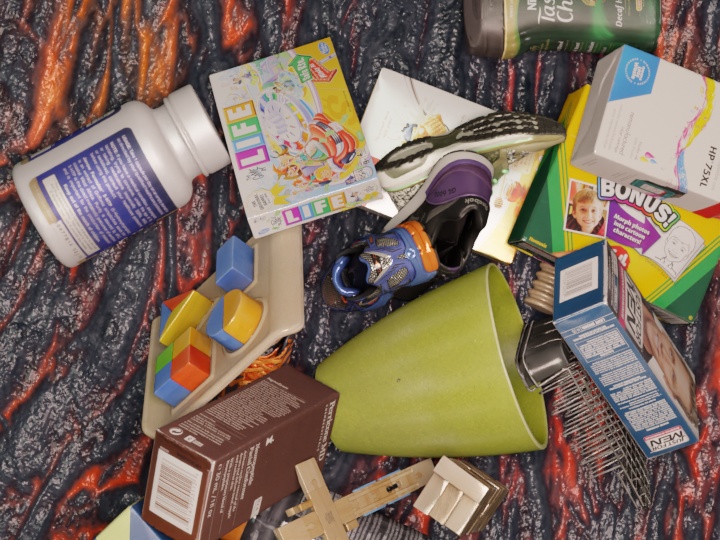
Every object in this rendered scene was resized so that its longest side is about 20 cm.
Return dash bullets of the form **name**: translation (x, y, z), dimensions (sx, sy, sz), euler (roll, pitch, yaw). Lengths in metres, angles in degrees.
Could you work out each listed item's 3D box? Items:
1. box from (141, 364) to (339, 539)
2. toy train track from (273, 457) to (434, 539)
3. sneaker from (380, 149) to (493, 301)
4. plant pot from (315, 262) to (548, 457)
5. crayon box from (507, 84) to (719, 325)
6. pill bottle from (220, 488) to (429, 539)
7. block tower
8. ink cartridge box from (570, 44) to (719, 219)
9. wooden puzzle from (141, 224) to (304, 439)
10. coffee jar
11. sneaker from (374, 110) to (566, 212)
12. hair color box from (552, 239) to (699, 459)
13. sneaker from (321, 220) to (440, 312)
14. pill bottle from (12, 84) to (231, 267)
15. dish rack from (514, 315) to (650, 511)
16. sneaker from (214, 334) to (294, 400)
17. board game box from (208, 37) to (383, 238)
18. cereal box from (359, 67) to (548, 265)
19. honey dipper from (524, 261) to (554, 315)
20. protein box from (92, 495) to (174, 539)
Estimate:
- **box**: translation (-0.109, 0.172, 1.391), dimensions (0.075, 0.200, 0.101), euler (24, 117, 25)
- **toy train track**: translation (-0.006, 0.228, 1.445), dimensions (0.199, 0.032, 0.115), euler (-18, 82, -39)
- **sneaker**: translation (0.067, -0.022, 1.461), dimensions (0.075, 0.200, 0.088), euler (14, 46, -14)
- **plant pot**: translation (0.063, 0.111, 1.477), dimensions (0.199, 0.187, 0.188), euler (-17, 87, 14)
- **crayon box**: translation (0.274, -0.065, 1.509), dimensions (0.199, 0.058, 0.173), euler (25, 82, -10)
- **pill bottle**: translation (-0.039, 0.275, 1.493), dimensions (0.199, 0.106, 0.107), euler (24, 88, 2)
- **block tower**: translation (0.100, 0.220, 1.448), dimensions (0.054, 0.200, 0.058), euler (33, 87, 14)
- **ink cartridge box**: translation (0.319, -0.128, 1.460), dimensions (0.199, 0.067, 0.117), euler (19, 80, -11)
- **wooden puzzle**: translation (-0.141, 0.045, 1.441), dimensions (0.200, 0.186, 0.046), euler (-37, 120, 22)
- **coffee jar**: translation (0.204, -0.271, 1.528), dimensions (0.198, 0.085, 0.105), euler (-2, 87, 0)
- **sneaker**: translation (0.114, -0.099, 1.492), dimensions (0.199, 0.077, 0.089), euler (-15, 114, 14)
- **hair color box**: translation (0.261, 0.078, 1.457), dimensions (0.060, 0.100, 0.200), euler (-23, 122, 25)
- **sneaker**: translation (0.000, 0.000, 1.465), dimensions (0.078, 0.200, 0.076), euler (-17, 82, -26)
- **pill bottle**: translation (-0.237, -0.100, 1.504), dimensions (0.199, 0.120, 0.120), euler (-29, 88, -1)
- **dish rack**: translation (0.226, 0.143, 1.476), dimensions (0.054, 0.153, 0.201), euler (-28, 97, 17)
- **sneaker**: translation (-0.107, 0.097, 1.497), dimensions (0.077, 0.112, 0.201), euler (9, 87, 1)
- **board game box**: translation (-0.067, -0.136, 1.496), dimensions (0.134, 0.034, 0.201), euler (-18, 54, -1)
- **cereal box**: translation (0.088, -0.107, 1.543), dimensions (0.199, 0.040, 0.145), euler (21, 87, 1)
- **honey dipper**: translation (0.227, -0.050, 1.545), dimensions (0.038, 0.038, 0.201), euler (26, 84, 1)
- **protein box**: translation (-0.189, 0.332, 1.442), dimensions (0.135, 0.200, 0.199), euler (-43, 88, -1)
